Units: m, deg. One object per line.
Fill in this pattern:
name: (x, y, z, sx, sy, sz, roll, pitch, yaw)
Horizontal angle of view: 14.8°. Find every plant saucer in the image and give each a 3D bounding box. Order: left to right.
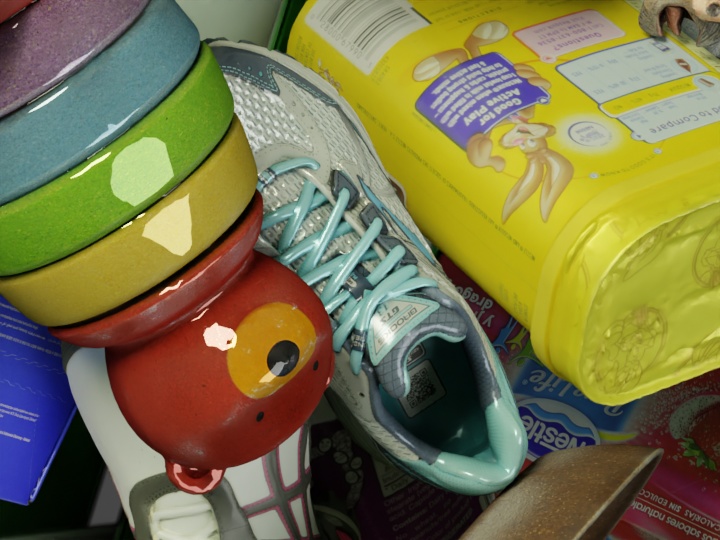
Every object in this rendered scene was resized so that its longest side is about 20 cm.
plant saucer: (0.038, 0.135, 1.037, 0.200, 0.037, 0.200, -49, 171, -11)

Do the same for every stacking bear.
stacking bear: (-0.078, -0.024, 0.894, 0.121, 0.114, 0.200, -42, 111, -30)

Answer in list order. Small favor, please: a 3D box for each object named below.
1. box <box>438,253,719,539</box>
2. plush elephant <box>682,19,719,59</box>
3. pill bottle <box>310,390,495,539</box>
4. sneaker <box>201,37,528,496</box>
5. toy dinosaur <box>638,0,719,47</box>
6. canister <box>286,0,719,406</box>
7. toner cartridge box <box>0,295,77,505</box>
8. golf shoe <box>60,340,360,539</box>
box: (0.115, 0.071, 1.234, 0.096, 0.200, 0.100, -59, 148, -11)
plush elephant: (0.190, -0.038, 1.310, 0.165, 0.155, 0.200, -50, 145, -22)
pill bottle: (-0.016, 0.051, 1.105, 0.112, 0.112, 0.200, -43, 133, -30)
sneaker: (0.000, 0.000, 0.977, 0.078, 0.086, 0.200, -42, 116, -6)
toy dinosaur: (0.100, -0.197, 1.062, 0.086, 0.135, 0.201, -45, 133, -50)
canister: (0.081, -0.049, 1.076, 0.148, 0.200, 0.087, -19, 134, -30)
toner cartridge box: (-0.163, 0.015, 0.940, 0.200, 0.043, 0.095, 26, 88, -59)
golf shoe: (-0.049, 0.092, 1.003, 0.088, 0.077, 0.200, -82, 152, -45)
